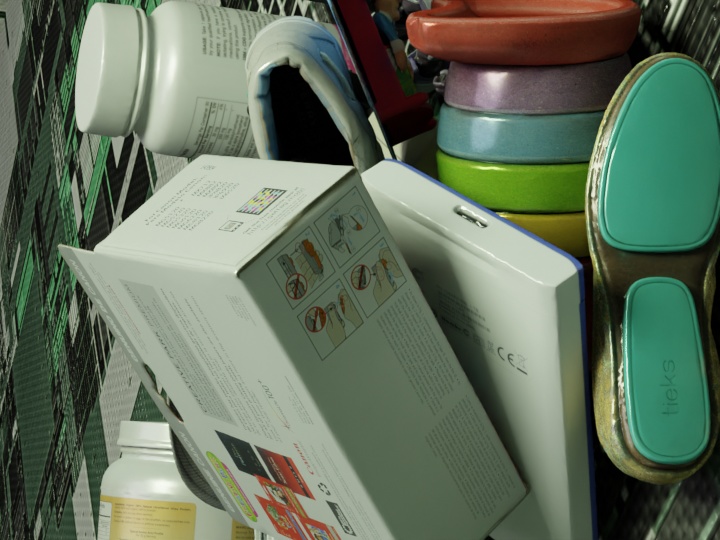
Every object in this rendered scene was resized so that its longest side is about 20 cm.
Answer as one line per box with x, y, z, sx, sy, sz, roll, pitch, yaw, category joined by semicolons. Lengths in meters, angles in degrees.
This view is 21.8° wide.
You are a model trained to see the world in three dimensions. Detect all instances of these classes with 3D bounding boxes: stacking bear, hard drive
0.087;-0.035;0.955;0.121;0.113;0.201;-50;-40;-71;stacking bear
0.061;0.053;0.931;0.132;0.025;0.201;32;143;39;hard drive

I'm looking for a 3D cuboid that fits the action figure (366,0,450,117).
0.045;-0.157;1.143;0.131;0.069;0.200;67;165;8;action figure

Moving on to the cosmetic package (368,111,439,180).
0.000;0.000;1.126;0.200;0.071;0.105;-53;25;8;cosmetic package

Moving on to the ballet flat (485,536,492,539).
0.055;0.216;1.062;0.067;0.046;0.201;125;145;-55;ballet flat

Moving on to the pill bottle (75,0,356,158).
-0.104;-0.138;1.385;0.113;0.199;0.114;-174;90;-70;pill bottle

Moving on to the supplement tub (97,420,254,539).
-0.133;0.220;1.451;0.144;0.144;0.201;169;106;-70;supplement tub

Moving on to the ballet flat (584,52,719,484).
0.136;0.001;0.877;0.071;0.070;0.201;152;121;-67;ballet flat

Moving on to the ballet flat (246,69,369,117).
-0.019;-0.102;1.257;0.069;0.068;0.200;62;-164;2;ballet flat

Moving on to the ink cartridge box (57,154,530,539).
-0.037;0.047;0.931;0.175;0.084;0.201;9;135;52;ink cartridge box

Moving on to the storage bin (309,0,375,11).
-0.033;-0.244;1.212;0.135;0.199;0.094;145;129;-65;storage bin

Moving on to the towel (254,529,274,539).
-0.046;0.225;1.264;0.200;0.024;0.148;31;-117;-81;towel

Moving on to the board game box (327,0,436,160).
0.010;-0.127;0.992;0.158;0.039;0.201;-107;-6;-58;board game box

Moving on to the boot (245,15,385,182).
-0.015;-0.027;0.961;0.096;0.073;0.201;-82;-29;-72;boot

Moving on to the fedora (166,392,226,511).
-0.043;0.066;1.268;0.090;0.177;0.201;-4;71;41;fedora
